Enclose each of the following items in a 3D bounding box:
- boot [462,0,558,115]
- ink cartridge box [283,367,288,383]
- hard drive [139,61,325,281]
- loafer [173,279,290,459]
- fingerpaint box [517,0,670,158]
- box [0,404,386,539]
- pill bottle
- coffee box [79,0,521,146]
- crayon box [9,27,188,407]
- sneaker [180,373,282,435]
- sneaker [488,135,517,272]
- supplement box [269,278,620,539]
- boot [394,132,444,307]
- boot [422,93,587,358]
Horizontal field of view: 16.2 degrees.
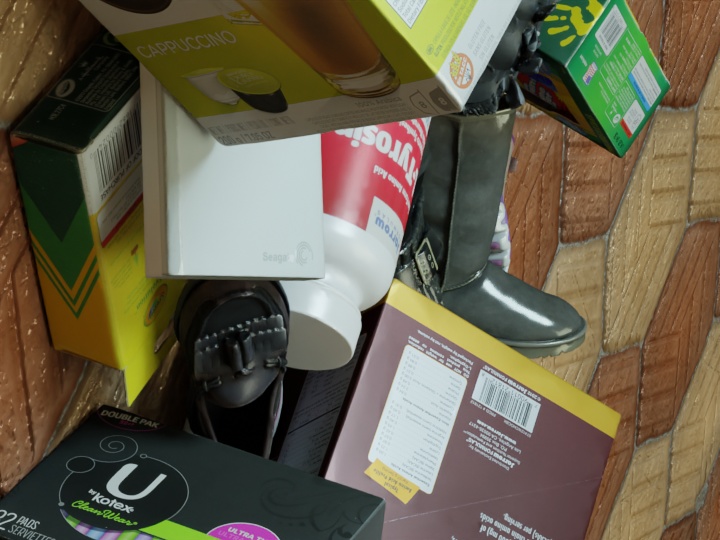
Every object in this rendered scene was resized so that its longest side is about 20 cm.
[{"bbox_3d":[0.049,-0.207,1.667,0.163,0.198,0.073,-59,-175,27],"label":"boot"},{"bbox_3d":[-0.055,0.103,1.789,0.095,0.037,0.201,72,37,-55],"label":"ink cartridge box"},{"bbox_3d":[-0.072,-0.096,1.428,0.132,0.026,0.201,1,85,-50],"label":"hard drive"},{"bbox_3d":[-0.071,0.066,1.525,0.200,0.072,0.063,95,-21,-58],"label":"loafer"},{"bbox_3d":[0.121,-0.177,1.831,0.074,0.167,0.200,-55,157,-4],"label":"fingerpaint box"},{"bbox_3d":[-0.105,0.191,1.496,0.149,0.199,0.125,-46,145,-51],"label":"box"},{"bbox_3d":[-0.024,-0.045,1.607,0.112,0.112,0.201,66,33,-59],"label":"pill bottle"},{"bbox_3d":[-0.030,-0.210,1.314,0.198,0.199,0.201,46,58,-30],"label":"coffee box"},{"bbox_3d":[-0.136,-0.035,1.465,0.127,0.051,0.201,-54,151,-40],"label":"crayon box"},{"bbox_3d":[-0.091,0.127,1.663,0.201,0.080,0.086,-65,168,-7],"label":"sneaker"},{"bbox_3d":[0.088,-0.066,1.968,0.089,0.080,0.201,-61,155,-49],"label":"sneaker"},{"bbox_3d":[0.039,0.153,1.688,0.133,0.197,0.201,-31,-147,55],"label":"supplement box"},{"bbox_3d":[0.003,0.000,1.772,0.211,0.079,0.159,-42,136,-54],"label":"boot"},{"bbox_3d":[0.095,-0.039,1.887,0.073,0.181,0.201,-95,-167,-66],"label":"boot"}]
